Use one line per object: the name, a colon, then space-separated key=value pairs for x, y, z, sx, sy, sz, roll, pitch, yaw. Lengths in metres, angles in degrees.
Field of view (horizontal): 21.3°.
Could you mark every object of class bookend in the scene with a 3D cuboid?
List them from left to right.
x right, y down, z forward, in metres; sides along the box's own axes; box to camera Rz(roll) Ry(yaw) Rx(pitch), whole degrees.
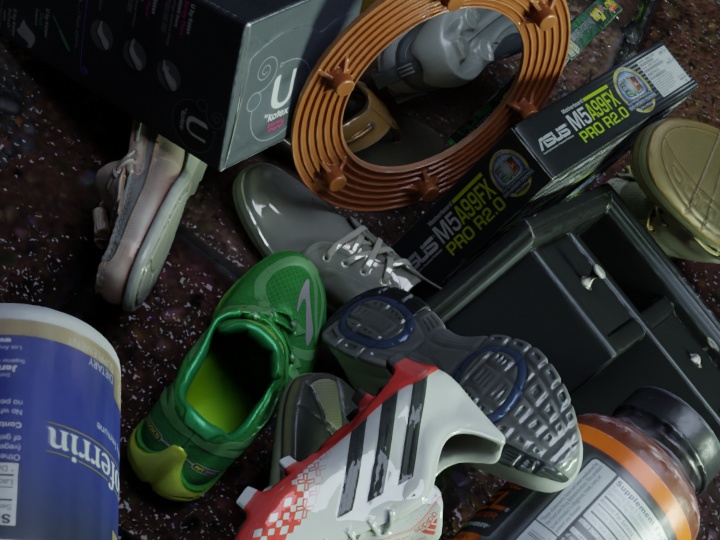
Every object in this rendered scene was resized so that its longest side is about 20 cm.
bookend: x=0.162 y=0.057 z=1.234 sx=0.199 sy=0.092 sz=0.200 roll=52 pitch=23 yaw=8

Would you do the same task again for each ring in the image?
ring: x=0.048 y=-0.109 z=1.192 sx=0.199 sy=0.201 sz=0.019 roll=-2 pitch=45 yaw=-38

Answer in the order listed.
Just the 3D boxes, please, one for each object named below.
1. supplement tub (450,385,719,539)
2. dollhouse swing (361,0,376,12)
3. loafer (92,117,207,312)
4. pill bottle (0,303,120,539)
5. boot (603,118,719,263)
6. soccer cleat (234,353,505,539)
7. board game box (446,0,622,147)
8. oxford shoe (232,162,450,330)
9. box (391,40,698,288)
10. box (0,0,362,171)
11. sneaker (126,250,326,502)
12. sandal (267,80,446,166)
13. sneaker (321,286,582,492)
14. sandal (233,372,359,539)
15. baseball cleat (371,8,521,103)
supplement tub: x=0.126 y=0.158 z=1.119 sx=0.107 sy=0.107 sz=0.200 roll=47 pitch=66 yaw=2
dollhouse swing: x=0.051 y=-0.287 z=1.413 sx=0.175 sy=0.182 sz=0.201 roll=-8 pitch=61 yaw=-18
loafer: x=-0.134 y=-0.051 z=1.163 sx=0.062 sy=0.072 sz=0.201 roll=20 pitch=39 yaw=-1
pill bottle: x=-0.178 y=0.127 z=0.950 sx=0.115 sy=0.116 sz=0.201 roll=17 pitch=51 yaw=-27
boot: x=0.222 y=-0.051 z=1.356 sx=0.199 sy=0.154 sz=0.073 roll=26 pitch=80 yaw=-37
soccer cleat: x=-0.004 y=0.128 z=1.007 sx=0.085 sy=0.069 sz=0.200 roll=36 pitch=58 yaw=17
board game box: x=0.127 y=-0.141 z=1.354 sx=0.023 sy=0.105 sz=0.200 roll=44 pitch=25 yaw=1
oxford shoe: x=0.000 y=0.000 z=1.226 sx=0.200 sy=0.058 sz=0.075 roll=46 pitch=46 yaw=4
box: x=0.122 y=-0.068 z=1.295 sx=0.044 sy=0.160 sz=0.200 roll=52 pitch=44 yaw=6
box: x=-0.113 y=-0.165 z=1.177 sx=0.199 sy=0.107 sz=0.122 roll=32 pitch=39 yaw=25
sneaker: x=-0.062 y=0.054 z=1.117 sx=0.074 sy=0.084 sz=0.200 roll=38 pitch=43 yaw=-7
sandal: x=-0.023 y=-0.106 z=1.290 sx=0.199 sy=0.054 sz=0.081 roll=22 pitch=48 yaw=-23
sneaker: x=0.061 y=0.080 z=1.132 sx=0.074 sy=0.087 sz=0.200 roll=-36 pitch=41 yaw=-20
sandal: x=-0.039 y=0.157 z=1.072 sx=0.080 sy=0.057 sz=0.202 roll=32 pitch=57 yaw=-39
baseball cleat: x=0.072 y=-0.173 z=1.351 sx=0.200 sy=0.106 sz=0.070 roll=-31 pitch=104 yaw=-54
